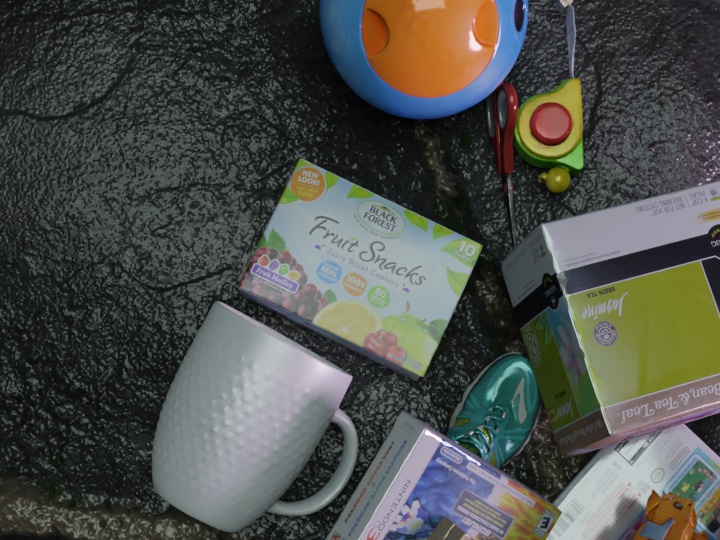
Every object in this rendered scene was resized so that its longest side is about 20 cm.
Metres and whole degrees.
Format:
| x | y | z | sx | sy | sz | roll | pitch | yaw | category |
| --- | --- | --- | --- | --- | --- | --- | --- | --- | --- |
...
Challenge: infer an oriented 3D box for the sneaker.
| x | y | z | sx | sy | sz | roll | pitch | yaw | category |
| --- | --- | --- | --- | --- | --- | --- | --- | --- | --- |
| 0.109 | 0.166 | 1.300 | 0.077 | 0.080 | 0.201 | 34 | 80 | 6 | sneaker |

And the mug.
| x | y | z | sx | sy | sz | roll | pitch | yaw | category |
| --- | --- | --- | --- | --- | --- | --- | --- | --- | --- |
| -0.090 | 0.152 | 1.281 | 0.199 | 0.147 | 0.177 | 30 | 88 | -25 | mug |

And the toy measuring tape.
| x | y | z | sx | sy | sz | roll | pitch | yaw | category |
| --- | --- | --- | --- | --- | --- | --- | --- | --- | --- |
| 0.182 | -0.175 | 1.372 | 0.072 | 0.074 | 0.203 | -1 | 79 | -1 | toy measuring tape |

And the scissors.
| x | y | z | sx | sy | sz | roll | pitch | yaw | category |
| --- | --- | --- | --- | --- | --- | --- | --- | --- | --- |
| 0.144 | -0.094 | 1.378 | 0.014 | 0.073 | 0.203 | -8 | 103 | -14 | scissors |

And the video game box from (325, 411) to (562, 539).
| x | y | z | sx | sy | sz | roll | pitch | yaw | category |
| --- | --- | --- | --- | --- | --- | --- | --- | --- | --- |
| 0.064 | 0.248 | 1.235 | 0.199 | 0.047 | 0.183 | 33 | 90 | -34 | video game box |

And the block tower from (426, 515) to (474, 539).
| x | y | z | sx | sy | sz | roll | pitch | yaw | category |
| --- | --- | --- | --- | --- | --- | --- | --- | --- | --- |
| 0.129 | 0.296 | 1.230 | 0.200 | 0.054 | 0.058 | 41 | 84 | -34 | block tower |

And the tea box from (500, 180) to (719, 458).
| x | y | z | sx | sy | sz | roll | pitch | yaw | category |
| --- | --- | --- | --- | --- | --- | --- | --- | --- | --- |
| 0.262 | 0.045 | 1.276 | 0.197 | 0.134 | 0.199 | -13 | 76 | -15 | tea box |

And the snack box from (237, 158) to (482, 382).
| x | y | z | sx | sy | sz | roll | pitch | yaw | category |
| --- | --- | --- | --- | --- | --- | --- | --- | --- | --- |
| 0.000 | 0.000 | 1.345 | 0.198 | 0.053 | 0.144 | 25 | 79 | 4 | snack box |

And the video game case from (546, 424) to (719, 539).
| x | y | z | sx | sy | sz | roll | pitch | yaw | category |
| --- | --- | --- | --- | --- | --- | --- | --- | --- | --- |
| 0.276 | 0.252 | 1.314 | 0.182 | 0.024 | 0.200 | 43 | 81 | 7 | video game case |

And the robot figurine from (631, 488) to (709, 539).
| x | y | z | sx | sy | sz | roll | pitch | yaw | category |
| --- | --- | --- | --- | --- | --- | --- | --- | --- | --- |
| 0.250 | 0.305 | 1.230 | 0.058 | 0.145 | 0.201 | 18 | 67 | 35 | robot figurine |

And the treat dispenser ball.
| x | y | z | sx | sy | sz | roll | pitch | yaw | category |
| --- | --- | --- | --- | --- | --- | --- | --- | --- | --- |
| 0.060 | -0.246 | 1.318 | 0.198 | 0.201 | 0.204 | 0 | 79 | 0 | treat dispenser ball |
